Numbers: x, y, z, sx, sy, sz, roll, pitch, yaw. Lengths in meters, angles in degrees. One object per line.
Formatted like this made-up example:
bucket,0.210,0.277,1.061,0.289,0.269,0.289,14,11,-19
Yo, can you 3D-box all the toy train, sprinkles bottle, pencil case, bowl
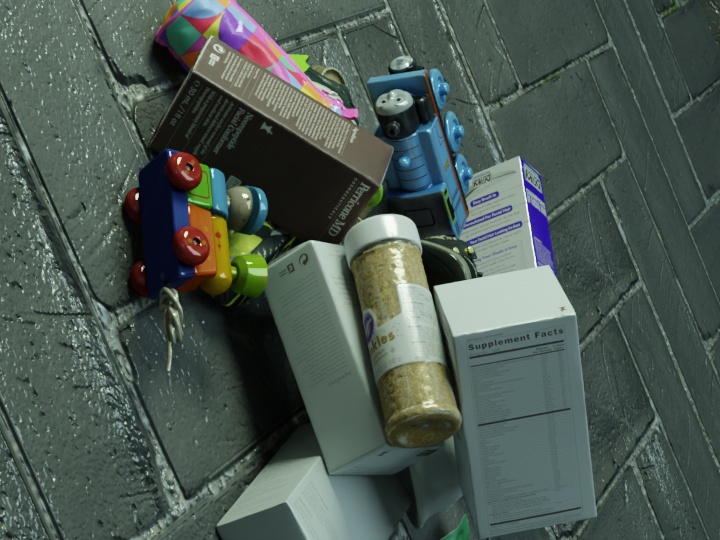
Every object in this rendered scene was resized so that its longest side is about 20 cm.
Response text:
toy train,0.064,-0.127,1.925,0.115,0.086,0.201,-68,146,-53
toy train,-0.129,0.003,1.526,0.115,0.084,0.202,12,58,-37
sprinkles bottle,0.036,0.051,1.548,0.068,0.068,0.202,32,38,-50
pencil case,-0.101,-0.187,1.700,0.200,0.088,0.089,41,34,-15
bowl,0.068,0.140,1.726,0.201,0.089,0.203,166,-90,-84

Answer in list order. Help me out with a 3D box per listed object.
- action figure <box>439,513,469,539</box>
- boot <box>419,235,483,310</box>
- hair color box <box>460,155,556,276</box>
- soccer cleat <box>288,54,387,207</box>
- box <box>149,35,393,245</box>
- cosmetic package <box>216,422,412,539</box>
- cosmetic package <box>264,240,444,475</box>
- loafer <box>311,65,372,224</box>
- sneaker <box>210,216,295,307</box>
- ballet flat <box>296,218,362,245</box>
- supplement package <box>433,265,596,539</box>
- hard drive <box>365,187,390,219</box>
action figure,0.085,0.323,1.774,0.199,0.054,0.119,-17,89,-59
boot,0.070,-0.001,1.704,0.153,0.202,0.074,-10,95,-42
hair color box,0.167,-0.021,2.107,0.065,0.109,0.202,31,46,-51
soccer cleat,-0.026,-0.149,1.812,0.081,0.068,0.200,-18,62,-44
box,-0.081,-0.111,1.627,0.199,0.100,0.075,30,36,-9
cosmetic package,-0.036,0.215,1.588,0.114,0.081,0.200,64,26,-9
cosmetic package,-0.009,0.079,1.597,0.101,0.074,0.202,10,56,-55
loafer,-0.017,-0.131,1.884,0.076,0.067,0.202,27,49,-53
sneaker,-0.106,-0.035,1.669,0.076,0.076,0.200,35,33,0
ballet flat,0.000,0.000,1.810,0.075,0.068,0.201,-38,106,-25
supplement package,0.136,0.114,1.574,0.110,0.112,0.202,-107,-171,-67
hard drive,0.046,0.000,1.956,0.132,0.026,0.201,47,34,-37
